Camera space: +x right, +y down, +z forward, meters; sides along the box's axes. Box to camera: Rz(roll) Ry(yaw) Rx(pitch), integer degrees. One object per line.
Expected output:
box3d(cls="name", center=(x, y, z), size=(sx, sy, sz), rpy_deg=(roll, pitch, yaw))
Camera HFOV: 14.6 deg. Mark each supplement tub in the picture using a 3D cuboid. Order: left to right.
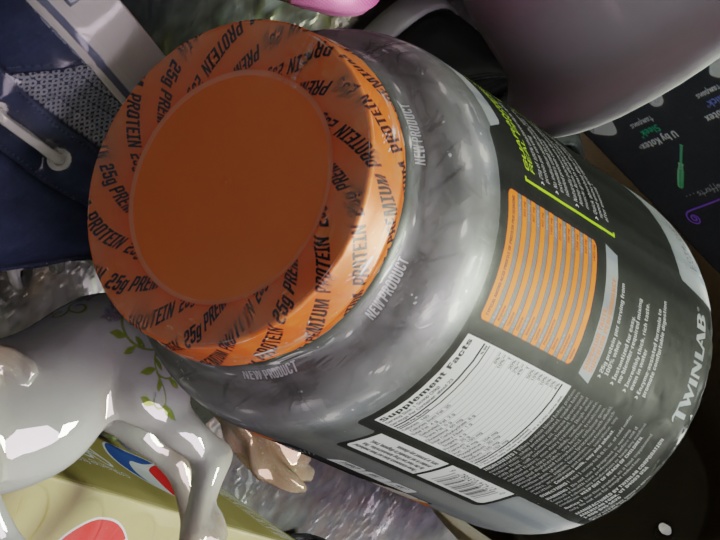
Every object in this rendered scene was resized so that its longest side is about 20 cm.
box3d(cls="supplement tub", center=(0.014, 0.003, 0.849), size=(0.123, 0.123, 0.200), rpy_deg=(-58, 144, 2))

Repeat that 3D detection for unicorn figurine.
box3d(cls="unicorn figurine", center=(-0.103, 0.050, 0.834), size=(0.200, 0.074, 0.137), rpy_deg=(-27, 104, -53))

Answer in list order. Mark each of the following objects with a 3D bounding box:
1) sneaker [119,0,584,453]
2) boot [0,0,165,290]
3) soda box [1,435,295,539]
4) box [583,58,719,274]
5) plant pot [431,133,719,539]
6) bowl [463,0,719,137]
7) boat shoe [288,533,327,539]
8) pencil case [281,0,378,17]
box3d(cls="sneaker", center=(0.000, 0.000, 0.993), size=(0.200, 0.099, 0.071), rpy_deg=(-51, 152, -8))
box3d(cls="boot", center=(-0.087, -0.029, 0.883), size=(0.090, 0.073, 0.200), rpy_deg=(-41, 146, -1))
box3d(cls="soda box", center=(-0.101, 0.095, 0.970), size=(0.068, 0.064, 0.200), rpy_deg=(-59, 150, 3))
box3d(cls="box", center=(0.178, -0.058, 1.008), size=(0.106, 0.200, 0.122), rpy_deg=(-24, -154, 53))
box3d(cls="plant pot", center=(0.101, 0.065, 1.152), size=(0.187, 0.187, 0.200), rpy_deg=(-48, 163, -15))
box3d(cls="bowl", center=(0.096, -0.144, 0.897), size=(0.090, 0.201, 0.201), rpy_deg=(46, 75, -16))
box3d(cls="boat shoe", center=(-0.014, 0.140, 1.067), size=(0.200, 0.073, 0.063), rpy_deg=(-164, -92, -80))
box3d(cls="pencil case", center=(-0.012, -0.180, 0.821), size=(0.091, 0.094, 0.200), rpy_deg=(13, 115, -11))
